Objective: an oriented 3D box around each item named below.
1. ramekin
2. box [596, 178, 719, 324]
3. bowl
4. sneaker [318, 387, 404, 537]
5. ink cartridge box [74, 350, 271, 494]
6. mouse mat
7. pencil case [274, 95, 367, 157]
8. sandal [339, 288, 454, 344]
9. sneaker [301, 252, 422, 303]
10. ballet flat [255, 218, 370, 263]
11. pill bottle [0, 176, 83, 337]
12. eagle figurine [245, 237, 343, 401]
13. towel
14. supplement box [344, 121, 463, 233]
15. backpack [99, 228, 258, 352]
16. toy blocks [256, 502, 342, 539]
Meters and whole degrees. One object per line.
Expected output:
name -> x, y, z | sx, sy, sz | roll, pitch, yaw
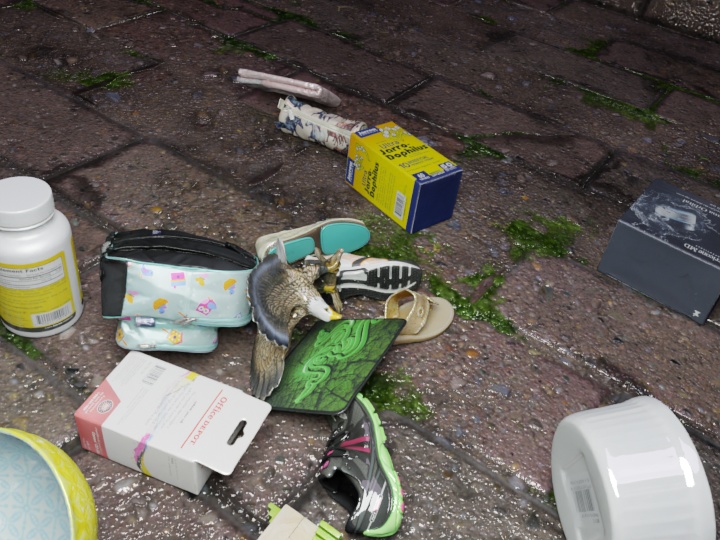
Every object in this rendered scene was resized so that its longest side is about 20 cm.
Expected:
ramekin -> 0.283, 0.243, 0.750 | 0.097, 0.202, 0.201 | -5, 40, -5
box -> 0.557, -0.040, 1.207 | 0.196, 0.118, 0.200 | 31, 45, 25
bowl -> -0.327, 0.251, 0.667 | 0.199, 0.202, 0.108 | 23, -2, 17
sneaker -> -0.013, 0.217, 0.813 | 0.083, 0.077, 0.201 | -3, 39, -21
ink cartridge box -> -0.217, 0.184, 0.821 | 0.198, 0.068, 0.117 | 18, 40, 13
mouse mat -> -0.042, 0.121, 0.920 | 0.160, 0.008, 0.200 | -4, 28, 34
pencil case -> -0.077, -0.294, 1.418 | 0.199, 0.078, 0.089 | 24, 9, 18
sandal -> 0.064, 0.063, 1.020 | 0.210, 0.070, 0.078 | -18, 46, -30
sneaker -> 0.000, 0.000, 1.084 | 0.198, 0.074, 0.080 | -1, 38, -13
ballet flat -> -0.080, -0.056, 1.145 | 0.198, 0.068, 0.062 | -13, 34, -25
pill bottle -> -0.438, -0.018, 0.917 | 0.110, 0.201, 0.112 | 6, 38, -5
eagle figurine -> -0.094, 0.048, 0.909 | 0.150, 0.152, 0.200 | -13, 22, 51
towel -> -0.151, -0.394, 1.501 | 0.189, 0.033, 0.200 | 14, 10, 8
supplement box -> 0.076, -0.177, 1.284 | 0.108, 0.110, 0.200 | -22, 48, -33
backpack -> -0.235, 0.026, 0.920 | 0.198, 0.155, 0.176 | -2, 11, -15
toy blocks -> -0.055, 0.331, 0.666 | 0.199, 0.100, 0.137 | 27, 53, 24
